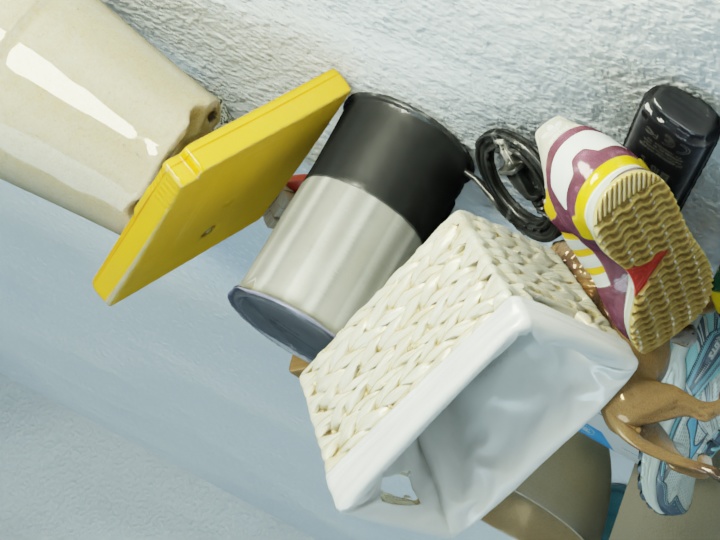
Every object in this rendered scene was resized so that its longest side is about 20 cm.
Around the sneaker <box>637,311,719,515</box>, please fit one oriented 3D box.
[{"bbox_3d":[0.269,0.116,1.214,0.086,0.078,0.201,13,124,21],"label":"sneaker"}]

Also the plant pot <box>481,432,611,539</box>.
[{"bbox_3d":[0.176,0.186,1.572,0.200,0.135,0.200,28,162,10],"label":"plant pot"}]

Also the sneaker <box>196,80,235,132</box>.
[{"bbox_3d":[-0.145,-0.130,1.378,0.200,0.077,0.089,22,123,62],"label":"sneaker"}]

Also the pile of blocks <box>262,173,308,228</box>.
[{"bbox_3d":[0.000,-0.048,1.371,0.199,0.082,0.062,28,122,-22],"label":"pile of blocks"}]

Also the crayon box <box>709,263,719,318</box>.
[{"bbox_3d":[0.351,0.064,1.076,0.172,0.058,0.200,17,157,35],"label":"crayon box"}]

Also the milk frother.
[{"bbox_3d":[0.032,-0.019,1.153,0.180,0.189,0.200,33,163,-10],"label":"milk frother"}]

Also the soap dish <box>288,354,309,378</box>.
[{"bbox_3d":[0.049,0.067,1.382,0.199,0.082,0.157,-12,164,12],"label":"soap dish"}]

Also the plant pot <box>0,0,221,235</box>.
[{"bbox_3d":[-0.220,-0.125,1.236,0.183,0.201,0.201,33,163,4],"label":"plant pot"}]

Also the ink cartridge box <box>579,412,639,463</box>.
[{"bbox_3d":[0.251,0.107,1.343,0.115,0.067,0.200,29,162,6],"label":"ink cartridge box"}]

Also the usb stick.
[{"bbox_3d":[0.194,-0.064,1.025,0.055,0.033,0.200,36,164,11],"label":"usb stick"}]

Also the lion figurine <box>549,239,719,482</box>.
[{"bbox_3d":[0.197,0.060,1.104,0.122,0.201,0.073,12,135,-17],"label":"lion figurine"}]

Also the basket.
[{"bbox_3d":[0.067,0.072,1.079,0.135,0.200,0.124,21,-149,-42],"label":"basket"}]

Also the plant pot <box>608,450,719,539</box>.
[{"bbox_3d":[0.362,0.264,1.413,0.200,0.200,0.177,39,150,-25],"label":"plant pot"}]

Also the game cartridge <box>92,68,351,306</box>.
[{"bbox_3d":[-0.111,-0.064,1.205,0.032,0.176,0.200,50,142,9],"label":"game cartridge"}]

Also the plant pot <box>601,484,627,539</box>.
[{"bbox_3d":[0.322,0.375,1.763,0.199,0.188,0.200,28,162,10],"label":"plant pot"}]

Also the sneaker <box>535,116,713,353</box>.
[{"bbox_3d":[0.171,-0.026,1.017,0.090,0.075,0.200,51,174,39],"label":"sneaker"}]
